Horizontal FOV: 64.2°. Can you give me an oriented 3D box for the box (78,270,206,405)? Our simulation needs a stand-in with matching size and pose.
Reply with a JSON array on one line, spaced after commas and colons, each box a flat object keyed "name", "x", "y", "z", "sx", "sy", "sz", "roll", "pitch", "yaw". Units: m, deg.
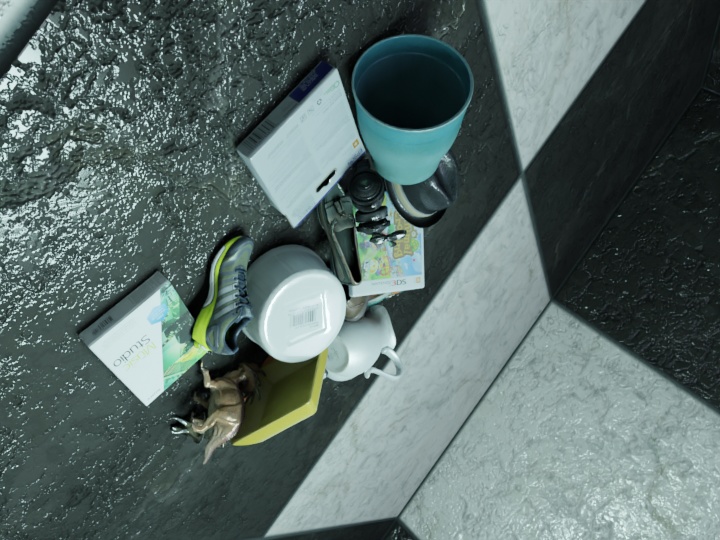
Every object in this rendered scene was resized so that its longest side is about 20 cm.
[{"name": "box", "x": -0.328, "y": 0.113, "z": 0.905, "sx": 0.144, "sy": 0.036, "sz": 0.202, "roll": -43, "pitch": 150, "yaw": -21}]

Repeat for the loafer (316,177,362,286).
[{"name": "loafer", "x": -0.029, "y": -0.069, "z": 1.057, "sx": 0.071, "sy": 0.062, "sz": 0.206, "roll": -22, "pitch": 112, "yaw": -27}]

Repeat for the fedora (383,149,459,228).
[{"name": "fedora", "x": 0.136, "y": -0.187, "z": 1.137, "sx": 0.196, "sy": 0.090, "sz": 0.207, "roll": 1, "pitch": 88, "yaw": -37}]

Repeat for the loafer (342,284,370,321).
[{"name": "loafer", "x": 0.000, "y": 0.000, "z": 1.187, "sx": 0.071, "sy": 0.071, "sz": 0.205, "roll": 46, "pitch": 53, "yaw": -57}]

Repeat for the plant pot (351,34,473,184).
[{"name": "plant pot", "x": 0.084, "y": -0.257, "z": 0.990, "sx": 0.200, "sy": 0.199, "sz": 0.189, "roll": -43, "pitch": 159, "yaw": -19}]

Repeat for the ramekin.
[{"name": "ramekin", "x": -0.120, "y": 0.066, "z": 1.043, "sx": 0.196, "sy": 0.097, "sz": 0.206, "roll": -16, "pitch": 119, "yaw": -30}]

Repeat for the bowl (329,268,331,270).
[{"name": "bowl", "x": -0.114, "y": 0.080, "z": 1.187, "sx": 0.199, "sy": 0.039, "sz": 0.204, "roll": -37, "pitch": 146, "yaw": -29}]

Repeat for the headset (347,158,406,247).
[{"name": "headset", "x": 0.030, "y": -0.116, "z": 1.023, "sx": 0.091, "sy": 0.203, "sz": 0.126, "roll": -9, "pitch": 131, "yaw": 6}]

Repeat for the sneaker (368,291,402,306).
[{"name": "sneaker", "x": 0.069, "y": 0.036, "z": 1.382, "sx": 0.198, "sy": 0.071, "sz": 0.081, "roll": -35, "pitch": 147, "yaw": -28}]

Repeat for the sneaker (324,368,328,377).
[{"name": "sneaker", "x": -0.124, "y": 0.230, "z": 1.252, "sx": 0.082, "sy": 0.072, "sz": 0.201, "roll": -35, "pitch": 167, "yaw": -19}]

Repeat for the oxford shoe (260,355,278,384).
[{"name": "oxford shoe", "x": -0.200, "y": 0.278, "z": 1.229, "sx": 0.071, "sy": 0.072, "sz": 0.204, "roll": -4, "pitch": 124, "yaw": -54}]

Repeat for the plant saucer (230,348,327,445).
[{"name": "plant saucer", "x": -0.139, "y": 0.231, "z": 1.090, "sx": 0.197, "sy": 0.202, "sz": 0.049, "roll": -31, "pitch": 114, "yaw": 23}]

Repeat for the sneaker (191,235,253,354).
[{"name": "sneaker", "x": -0.207, "y": 0.044, "z": 0.944, "sx": 0.074, "sy": 0.079, "sz": 0.206, "roll": 6, "pitch": 102, "yaw": -67}]

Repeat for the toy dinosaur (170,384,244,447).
[{"name": "toy dinosaur", "x": -0.269, "y": 0.285, "z": 1.132, "sx": 0.198, "sy": 0.077, "sz": 0.103, "roll": -35, "pitch": 159, "yaw": -25}]

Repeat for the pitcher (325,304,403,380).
[{"name": "pitcher", "x": 0.011, "y": 0.175, "z": 1.241, "sx": 0.121, "sy": 0.174, "sz": 0.198, "roll": -38, "pitch": 167, "yaw": 32}]

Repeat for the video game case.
[{"name": "video game case", "x": 0.053, "y": -0.058, "z": 1.164, "sx": 0.178, "sy": 0.022, "sz": 0.207, "roll": -6, "pitch": 97, "yaw": -31}]

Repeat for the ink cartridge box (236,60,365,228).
[{"name": "ink cartridge box", "x": -0.088, "y": -0.198, "z": 0.937, "sx": 0.200, "sy": 0.040, "sz": 0.201, "roll": -48, "pitch": 151, "yaw": -12}]

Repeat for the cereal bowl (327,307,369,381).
[{"name": "cereal bowl", "x": -0.011, "y": 0.191, "z": 1.413, "sx": 0.199, "sy": 0.083, "sz": 0.203, "roll": -38, "pitch": 148, "yaw": -29}]

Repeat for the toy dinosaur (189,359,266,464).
[{"name": "toy dinosaur", "x": -0.242, "y": 0.249, "z": 1.064, "sx": 0.132, "sy": 0.205, "sz": 0.086, "roll": 11, "pitch": 149, "yaw": -18}]
